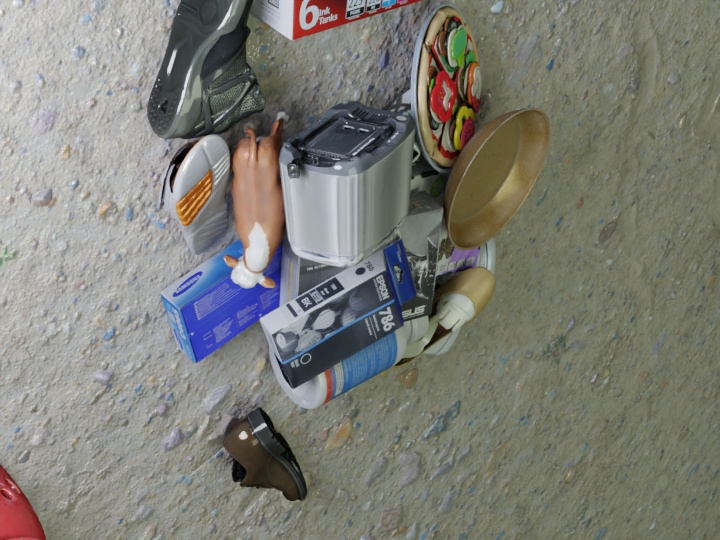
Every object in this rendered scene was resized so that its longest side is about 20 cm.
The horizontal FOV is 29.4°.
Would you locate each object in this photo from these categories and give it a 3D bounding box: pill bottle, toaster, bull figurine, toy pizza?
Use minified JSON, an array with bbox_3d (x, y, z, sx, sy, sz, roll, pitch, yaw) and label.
[{"bbox_3d":[-0.010,0.089,1.767,0.199,0.112,0.113,-26,135,-31],"label":"pill bottle"},{"bbox_3d":[-0.016,-0.092,1.500,0.200,0.112,0.131,-45,140,-51],"label":"toaster"},{"bbox_3d":[-0.112,-0.077,1.526,0.064,0.122,0.202,8,129,0],"label":"bull figurine"},{"bbox_3d":[0.112,-0.219,1.656,0.200,0.031,0.203,-16,108,-63],"label":"toy pizza"}]

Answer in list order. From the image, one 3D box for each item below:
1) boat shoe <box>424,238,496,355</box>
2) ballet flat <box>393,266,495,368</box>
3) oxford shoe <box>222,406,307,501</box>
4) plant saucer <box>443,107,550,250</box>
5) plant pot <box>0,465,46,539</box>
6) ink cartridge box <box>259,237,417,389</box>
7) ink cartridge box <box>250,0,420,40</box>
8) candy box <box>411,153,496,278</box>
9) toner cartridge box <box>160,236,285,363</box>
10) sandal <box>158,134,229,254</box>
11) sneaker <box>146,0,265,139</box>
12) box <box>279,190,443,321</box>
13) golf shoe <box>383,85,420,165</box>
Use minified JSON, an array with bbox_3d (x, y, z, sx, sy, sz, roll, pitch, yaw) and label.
[{"bbox_3d":[0.125,0.035,1.902,0.066,0.073,0.202,-4,121,-48],"label":"boat shoe"},{"bbox_3d":[0.106,0.071,1.849,0.068,0.063,0.200,40,122,-15],"label":"ballet flat"},{"bbox_3d":[-0.129,0.255,1.815,0.084,0.073,0.201,-32,138,-1],"label":"oxford shoe"},{"bbox_3d":[0.163,-0.121,1.721,0.200,0.035,0.202,-39,148,-30],"label":"plant saucer"},{"bbox_3d":[-0.418,0.320,1.451,0.199,0.182,0.202,-30,139,-30],"label":"plant pot"},{"bbox_3d":[-0.016,0.051,1.626,0.199,0.039,0.100,-31,132,-12],"label":"ink cartridge box"},{"bbox_3d":[-0.016,-0.359,1.441,0.198,0.084,0.177,-24,133,-33],"label":"ink cartridge box"},{"bbox_3d":[0.078,-0.072,1.772,0.198,0.071,0.170,-15,129,-40],"label":"candy box"},{"bbox_3d":[-0.138,0.015,1.629,0.199,0.043,0.096,-35,138,-24],"label":"toner cartridge box"},{"bbox_3d":[-0.187,-0.086,1.493,0.079,0.059,0.207,-43,163,-23],"label":"sandal"},{"bbox_3d":[-0.139,-0.227,1.420,0.113,0.076,0.201,-3,123,-48],"label":"sneaker"},{"bbox_3d":[0.000,0.000,1.660,0.198,0.048,0.160,-14,128,-27],"label":"box"},{"bbox_3d":[0.056,-0.162,1.664,0.199,0.094,0.078,-33,137,-28],"label":"golf shoe"}]
